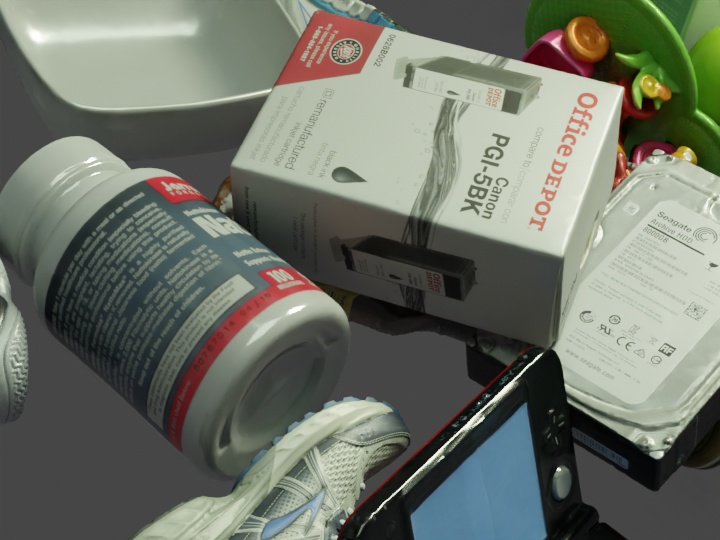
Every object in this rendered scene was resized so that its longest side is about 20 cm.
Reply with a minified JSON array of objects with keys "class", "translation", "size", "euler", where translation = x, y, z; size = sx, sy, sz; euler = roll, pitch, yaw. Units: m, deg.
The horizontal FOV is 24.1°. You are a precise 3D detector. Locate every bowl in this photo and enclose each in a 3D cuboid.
[{"class":"bowl","translation":[-0.149,-0.146,1.162],"size":[0.198,0.075,0.200],"euler":[-9,45,-27]}]

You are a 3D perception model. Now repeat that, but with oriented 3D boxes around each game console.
[{"class":"game console","translation":[0.098,0.161,0.850],"size":[0.118,0.174,0.200],"euler":[8,30,36]}]

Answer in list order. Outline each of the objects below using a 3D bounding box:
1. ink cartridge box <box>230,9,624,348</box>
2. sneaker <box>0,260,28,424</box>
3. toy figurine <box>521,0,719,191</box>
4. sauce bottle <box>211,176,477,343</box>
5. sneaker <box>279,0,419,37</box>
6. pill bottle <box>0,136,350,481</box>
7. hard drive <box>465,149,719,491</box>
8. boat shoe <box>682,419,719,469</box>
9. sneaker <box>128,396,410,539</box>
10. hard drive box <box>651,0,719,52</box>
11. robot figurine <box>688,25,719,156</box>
[{"class":"ink cartridge box","translation":[0.041,-0.057,0.986],"size":[0.198,0.083,0.148],"euler":[15,51,12]},{"class":"sneaker","translation":[-0.263,0.008,0.941],"size":[0.113,0.076,0.201],"euler":[-8,47,-29]},{"class":"toy figurine","translation":[0.137,-0.077,1.160],"size":[0.200,0.150,0.184],"euler":[48,59,2]},{"class":"sauce bottle","translation":[0.000,0.000,1.045],"size":[0.198,0.067,0.066],"euler":[18,39,4]},{"class":"sneaker","translation":[-0.008,-0.150,1.206],"size":[0.199,0.087,0.075],"euler":[37,5,37]},{"class":"pill bottle","translation":[-0.113,0.013,0.948],"size":[0.199,0.120,0.119],"euler":[38,44,25]},{"class":"hard drive","translation":[0.175,0.022,0.994],"size":[0.139,0.038,0.200],"euler":[31,58,29]},{"class":"boat shoe","translation":[0.200,0.039,1.058],"size":[0.065,0.073,0.202],"euler":[29,37,-43]},{"class":"sneaker","translation":[-0.037,0.143,0.871],"size":[0.199,0.077,0.085],"euler":[-34,68,-34]},{"class":"hard drive box","translation":[0.277,-0.224,1.287],"size":[0.155,0.201,0.077],"euler":[-19,50,-34]},{"class":"robot figurine","translation":[0.318,-0.129,1.212],"size":[0.197,0.176,0.117],"euler":[-9,56,5]}]
